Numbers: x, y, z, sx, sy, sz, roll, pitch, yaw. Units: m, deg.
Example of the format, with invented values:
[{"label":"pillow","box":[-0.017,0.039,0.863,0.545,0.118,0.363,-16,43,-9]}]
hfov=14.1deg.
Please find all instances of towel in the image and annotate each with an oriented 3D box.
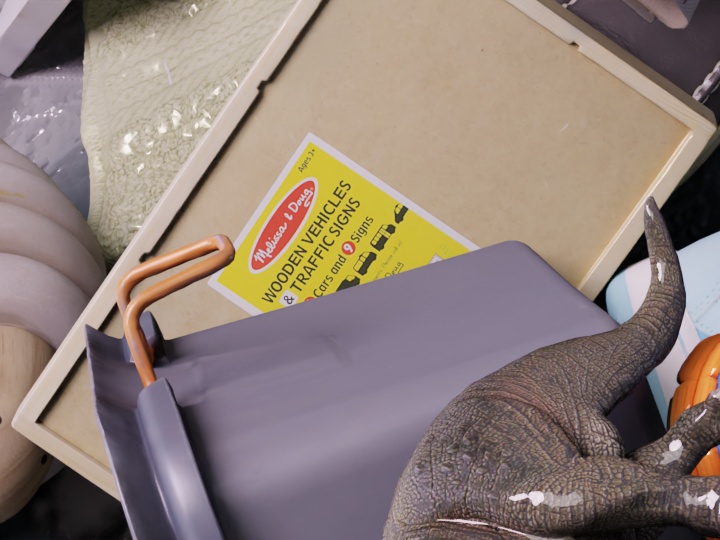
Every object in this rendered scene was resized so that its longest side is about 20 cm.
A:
[{"label":"towel","box":[-0.013,-0.084,1.019,0.199,0.036,0.149,-21,54,18]}]

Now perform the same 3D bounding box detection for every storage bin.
[{"label":"storage bin","box":[0.006,0.052,0.790,0.134,0.146,0.200,-21,10,-4]}]

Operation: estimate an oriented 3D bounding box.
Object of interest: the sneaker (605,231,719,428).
[{"label":"sneaker","box":[0.152,0.040,0.807,0.130,0.080,0.201,-31,43,11]}]

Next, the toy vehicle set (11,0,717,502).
[{"label":"toy vehicle set","box":[0.000,0.000,0.882,0.200,0.124,0.027,-54,5,12]}]

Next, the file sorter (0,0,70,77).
[{"label":"file sorter","box":[-0.130,-0.202,1.066,0.139,0.124,0.201,-35,33,66]}]

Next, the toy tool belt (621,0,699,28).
[{"label":"toy tool belt","box":[0.076,-0.160,0.861,0.123,0.125,0.200,-51,17,6]}]

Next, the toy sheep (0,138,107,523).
[{"label":"toy sheep","box":[-0.149,0.015,0.983,0.138,0.138,0.200,-38,44,5]}]

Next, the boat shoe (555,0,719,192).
[{"label":"boat shoe","box":[0.056,-0.037,0.917,0.201,0.066,0.072,-42,83,7]}]

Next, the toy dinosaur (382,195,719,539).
[{"label":"toy dinosaur","box":[0.042,0.068,0.659,0.102,0.077,0.201,-2,71,16]}]

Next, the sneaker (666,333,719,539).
[{"label":"sneaker","box":[0.170,0.074,0.721,0.078,0.199,0.076,-25,43,54]}]
